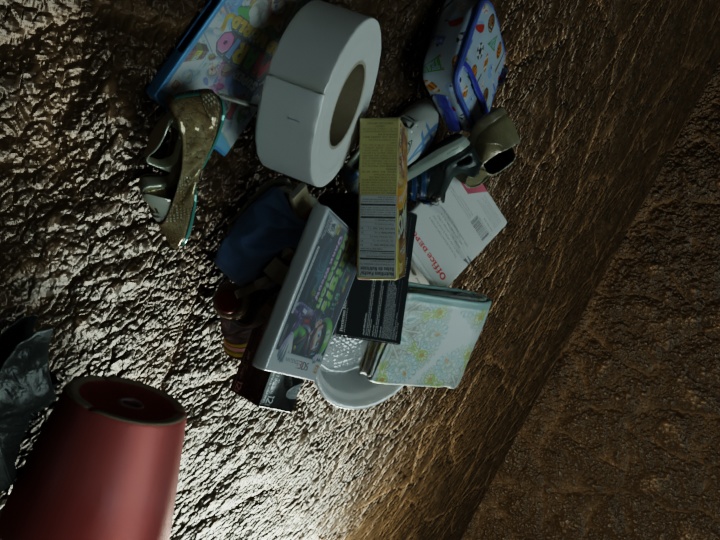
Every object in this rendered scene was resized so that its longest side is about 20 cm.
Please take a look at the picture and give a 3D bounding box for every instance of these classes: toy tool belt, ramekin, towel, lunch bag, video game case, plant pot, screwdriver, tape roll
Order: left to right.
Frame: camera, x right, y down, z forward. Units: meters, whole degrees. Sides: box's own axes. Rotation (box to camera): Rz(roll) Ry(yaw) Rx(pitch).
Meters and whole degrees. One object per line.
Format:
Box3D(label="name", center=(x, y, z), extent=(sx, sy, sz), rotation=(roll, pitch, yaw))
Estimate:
Box3D(label="plant pot", center=(-0.296, 0.231, 0.885), extent=(0.200, 0.200, 0.178), rotation=(10, 101, -61))
Box3D(label="video game case", center=(-0.129, -0.237, 0.820), extent=(0.200, 0.018, 0.143), rotation=(-55, 154, -2))
Box3D(label="screwdriver", center=(-0.114, -0.177, 0.841), extent=(0.200, 0.028, 0.029), rotation=(-35, 130, -72))
Box3D(label="toy tool belt", center=(-0.124, -0.022, 0.936), extent=(0.200, 0.125, 0.123), rotation=(-50, 174, 1))
Box3D(label="video game case", center=(-0.056, 0.035, 0.942), extent=(0.182, 0.023, 0.201), rotation=(39, 71, -71))
Box3D(label="tape roll", center=(-0.045, -0.201, 0.873), extent=(0.202, 0.071, 0.203), rotation=(22, 90, -81))
Box3D(label="ramekin", center=(-0.003, 0.122, 1.270), extent=(0.200, 0.098, 0.201), rotation=(-12, 120, -22))
Box3D(label="towel", center=(0.107, 0.107, 1.233), extent=(0.200, 0.048, 0.172), rotation=(9, 112, -31))
Box3D(label="lunch bag", center=(0.158, -0.296, 1.128), extent=(0.200, 0.075, 0.161), rotation=(37, 68, -64))

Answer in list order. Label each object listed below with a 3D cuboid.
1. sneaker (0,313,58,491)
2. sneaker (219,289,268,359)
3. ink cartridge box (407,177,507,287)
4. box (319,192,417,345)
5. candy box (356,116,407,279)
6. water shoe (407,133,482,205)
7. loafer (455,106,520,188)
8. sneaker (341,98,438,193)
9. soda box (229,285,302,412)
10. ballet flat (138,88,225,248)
Box3D(label="sneaker", center=(-0.363, 0.144, 0.803), extent=(0.104, 0.060, 0.200), rotation=(-30, 140, -34))
Box3D(label="sneaker", center=(-0.121, 0.039, 1.085), extent=(0.200, 0.074, 0.081), rotation=(-45, 147, -26))
Box3D(label="ink cartridge box", center=(0.135, -0.072, 1.298), extent=(0.200, 0.085, 0.146), rotation=(-45, 109, -25))
Box3D(label="box", center=(0.000, 0.000, 1.110), extent=(0.141, 0.079, 0.201), rotation=(15, 81, -47))
Box3D(label="candy box", center=(0.030, -0.089, 0.986), extent=(0.115, 0.055, 0.201), rotation=(-12, 102, -81))
Box3D(label="water shoe", center=(0.093, -0.126, 1.162), extent=(0.200, 0.079, 0.072), rotation=(-33, -169, 27))
Box3D(label="loafer", center=(0.197, -0.175, 1.183), extent=(0.076, 0.068, 0.200), rotation=(-30, 164, -10))
Box3D(label="sneaker", center=(0.049, -0.187, 1.115), extent=(0.200, 0.072, 0.073), rotation=(-48, 159, -19))
Box3D(label="soda box", center=(-0.101, 0.085, 1.029), extent=(0.063, 0.071, 0.201), rotation=(23, 86, -47))
Box3D(label="ballet flat", center=(-0.199, -0.106, 0.801), extent=(0.065, 0.071, 0.200), rotation=(-1, 131, -31))
